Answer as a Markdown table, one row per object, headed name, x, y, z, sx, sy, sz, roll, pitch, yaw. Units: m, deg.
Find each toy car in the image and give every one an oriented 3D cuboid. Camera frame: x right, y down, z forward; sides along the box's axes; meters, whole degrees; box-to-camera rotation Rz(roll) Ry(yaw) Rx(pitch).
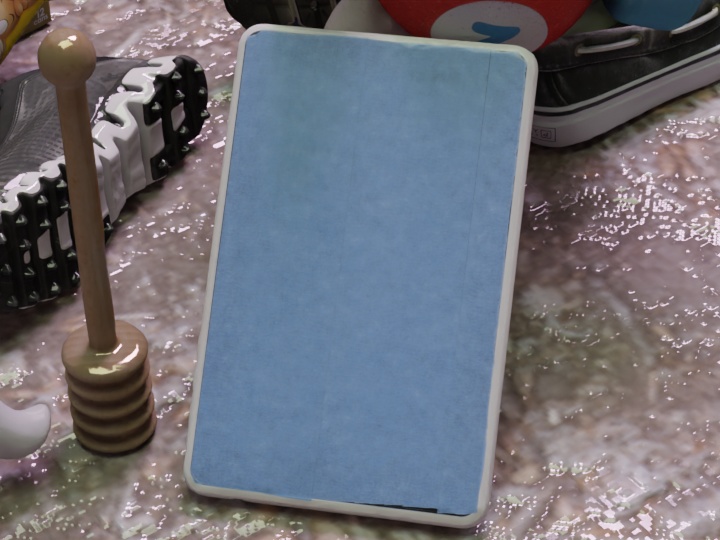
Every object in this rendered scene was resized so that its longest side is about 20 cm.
| name | x | y | z | sx | sy | sz | roll | pitch | yaw |
| --- | --- | --- | --- | --- | --- | --- | --- | --- | --- |
| toy car | 0.035 | -0.108 | 0.975 | 0.183 | 0.201 | 0.177 | 7 | 28 | -15 |

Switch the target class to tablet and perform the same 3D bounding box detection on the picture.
| name | x | y | z | sx | sy | sz | roll | pitch | yaw |
| --- | --- | --- | --- | --- | --- | --- | --- | --- | --- |
| tablet | 0.000 | 0.000 | 0.885 | 0.129 | 0.014 | 0.201 | 6 | 83 | 10 |

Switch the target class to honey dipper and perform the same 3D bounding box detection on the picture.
| name | x | y | z | sx | sy | sz | roll | pitch | yaw |
| --- | --- | --- | --- | --- | --- | --- | --- | --- | --- |
| honey dipper | -0.110 | -0.011 | 0.859 | 0.038 | 0.201 | 0.038 | -2 | 38 | 2 |

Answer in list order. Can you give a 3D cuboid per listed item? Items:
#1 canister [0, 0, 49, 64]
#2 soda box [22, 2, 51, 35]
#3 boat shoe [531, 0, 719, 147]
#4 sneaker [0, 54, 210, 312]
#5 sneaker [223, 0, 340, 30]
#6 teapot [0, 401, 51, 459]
| name | x | y | z | sx | sy | sz | roll | pitch | yaw |
| --- | --- | --- | --- | --- | --- | --- | --- | --- | --- |
| canister | -0.238 | -0.128 | 1.028 | 0.148 | 0.087 | 0.201 | 34 | 61 | -10 |
| soda box | -0.263 | -0.129 | 1.118 | 0.068 | 0.064 | 0.200 | 31 | 50 | 34 |
| boat shoe | 0.155 | -0.133 | 1.093 | 0.072 | 0.071 | 0.200 | 30 | 50 | 33 |
| sneaker | -0.155 | -0.047 | 1.015 | 0.090 | 0.067 | 0.200 | 13 | 38 | 22 |
| sneaker | 0.001 | -0.173 | 1.158 | 0.199 | 0.079 | 0.089 | -24 | 36 | -36 |
| teapot | -0.243 | 0.080 | 0.811 | 0.199 | 0.147 | 0.197 | -22 | 12 | 9 |
